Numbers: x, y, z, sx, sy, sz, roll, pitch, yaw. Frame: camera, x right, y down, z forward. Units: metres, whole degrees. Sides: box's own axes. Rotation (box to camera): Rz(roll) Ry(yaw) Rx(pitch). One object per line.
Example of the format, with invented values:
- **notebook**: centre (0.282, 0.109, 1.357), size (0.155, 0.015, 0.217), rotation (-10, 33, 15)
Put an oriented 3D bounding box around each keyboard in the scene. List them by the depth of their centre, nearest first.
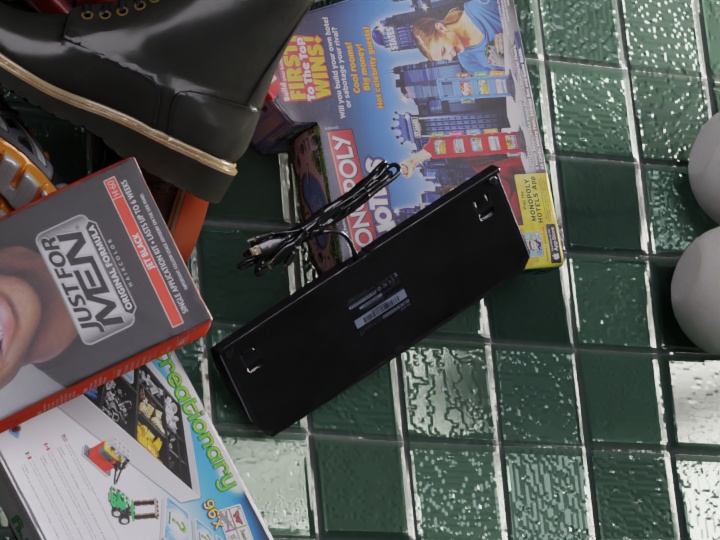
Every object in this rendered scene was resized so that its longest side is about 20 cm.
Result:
- **keyboard**: centre (0.000, 0.000, 1.705), size (0.199, 0.021, 0.128), rotation (-33, 127, -13)

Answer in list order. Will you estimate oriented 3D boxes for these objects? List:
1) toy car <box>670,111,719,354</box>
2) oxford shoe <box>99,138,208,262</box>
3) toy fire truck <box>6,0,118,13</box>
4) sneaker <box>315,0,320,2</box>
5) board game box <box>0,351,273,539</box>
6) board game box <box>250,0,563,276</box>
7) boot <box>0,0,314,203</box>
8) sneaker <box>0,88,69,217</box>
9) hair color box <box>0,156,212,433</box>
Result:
- **toy car**: centre (0.299, -0.020, 1.854), size (0.174, 0.150, 0.201), rotation (21, 63, -19)
- **oxford shoe**: centre (-0.112, -0.106, 1.689), size (0.072, 0.071, 0.201), rotation (11, 93, -19)
- **toy fire truck**: centre (-0.167, -0.234, 1.669), size (0.176, 0.200, 0.129), rotation (45, 58, -4)
- **sneaker**: centre (-0.047, -0.188, 1.802), size (0.199, 0.085, 0.073), rotation (5, 42, -45)
- **board game box**: centre (-0.140, 0.106, 1.649), size (0.126, 0.035, 0.201), rotation (-25, 83, -31)
- **board game box**: centre (0.006, -0.085, 1.781), size (0.199, 0.062, 0.201), rotation (-4, 76, -25)
- **boot**: centre (-0.132, -0.144, 1.626), size (0.199, 0.077, 0.139), rotation (29, 95, -18)
- **sneaker**: centre (-0.219, -0.078, 1.661), size (0.200, 0.078, 0.077), rotation (45, 37, -13)
- **hair color box**: centre (-0.189, 0.029, 1.588), size (0.199, 0.061, 0.102), rotation (-26, 86, -8)
